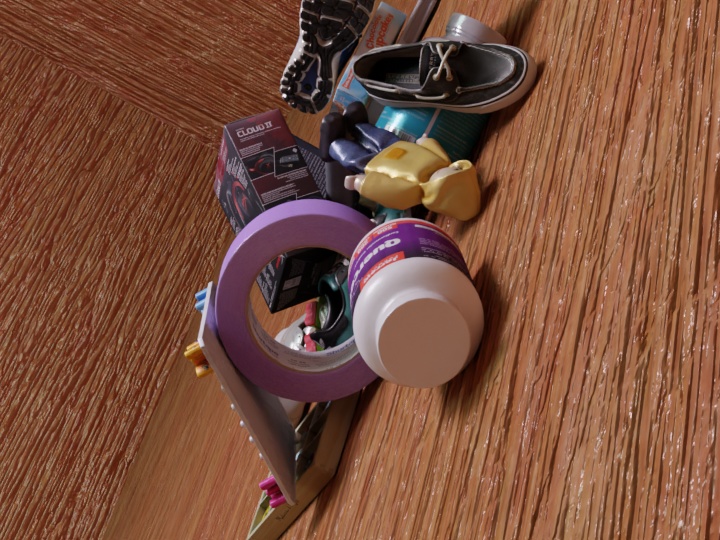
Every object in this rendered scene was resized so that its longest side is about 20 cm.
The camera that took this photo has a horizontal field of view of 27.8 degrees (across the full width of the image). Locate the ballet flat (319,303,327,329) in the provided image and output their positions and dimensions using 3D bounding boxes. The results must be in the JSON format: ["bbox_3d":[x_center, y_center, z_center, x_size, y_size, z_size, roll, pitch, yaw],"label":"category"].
[{"bbox_3d":[-0.012,0.039,1.689,0.072,0.071,0.202,-45,20,61],"label":"ballet flat"}]

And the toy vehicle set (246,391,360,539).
[{"bbox_3d":[-0.063,0.214,1.608,0.200,0.026,0.125,-53,14,47],"label":"toy vehicle set"}]

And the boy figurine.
[{"bbox_3d":[0.041,-0.106,1.492,0.124,0.199,0.065,-26,-50,-32],"label":"boy figurine"}]

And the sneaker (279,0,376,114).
[{"bbox_3d":[-0.033,-0.277,1.635,0.090,0.078,0.201,-71,8,-52],"label":"sneaker"}]

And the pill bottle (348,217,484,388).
[{"bbox_3d":[0.047,0.030,1.261,0.113,0.111,0.200,-60,10,13],"label":"pill bottle"}]

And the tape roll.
[{"bbox_3d":[-0.050,0.032,1.509,0.202,0.198,0.066,-60,10,14],"label":"tape roll"}]

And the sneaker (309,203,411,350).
[{"bbox_3d":[0.000,0.000,1.618,0.071,0.079,0.202,146,142,-69],"label":"sneaker"}]

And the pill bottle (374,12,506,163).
[{"bbox_3d":[0.087,-0.180,1.613,0.202,0.110,0.111,-62,10,1],"label":"pill bottle"}]

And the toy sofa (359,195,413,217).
[{"bbox_3d":[0.075,-0.146,1.726,0.083,0.097,0.202,28,90,57],"label":"toy sofa"}]

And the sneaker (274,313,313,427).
[{"bbox_3d":[-0.082,0.118,1.839,0.092,0.075,0.201,-50,16,35],"label":"sneaker"}]

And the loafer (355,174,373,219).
[{"bbox_3d":[-0.005,-0.075,1.814,0.070,0.068,0.203,41,126,39],"label":"loafer"}]

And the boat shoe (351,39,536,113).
[{"bbox_3d":[0.084,-0.205,1.519,0.064,0.198,0.072,26,-114,-59],"label":"boat shoe"}]

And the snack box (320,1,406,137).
[{"bbox_3d":[0.001,-0.224,1.706,0.117,0.037,0.200,-64,2,-13],"label":"snack box"}]

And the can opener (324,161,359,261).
[{"bbox_3d":[-0.036,-0.083,1.665,0.201,0.066,0.054,89,-167,-53],"label":"can opener"}]

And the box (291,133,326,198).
[{"bbox_3d":[-0.068,-0.111,1.986,0.108,0.198,0.148,-63,9,2],"label":"box"}]

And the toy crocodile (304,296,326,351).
[{"bbox_3d":[-0.041,0.049,1.754,0.067,0.061,0.203,147,131,-70],"label":"toy crocodile"}]

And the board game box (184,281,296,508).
[{"bbox_3d":[-0.125,0.130,1.539,0.026,0.202,0.200,-26,16,5],"label":"board game box"}]

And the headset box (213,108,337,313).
[{"bbox_3d":[-0.103,-0.076,1.684,0.202,0.074,0.149,63,159,21],"label":"headset box"}]

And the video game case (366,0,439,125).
[{"bbox_3d":[0.058,-0.272,1.713,0.183,0.023,0.200,-63,0,-12],"label":"video game case"}]
